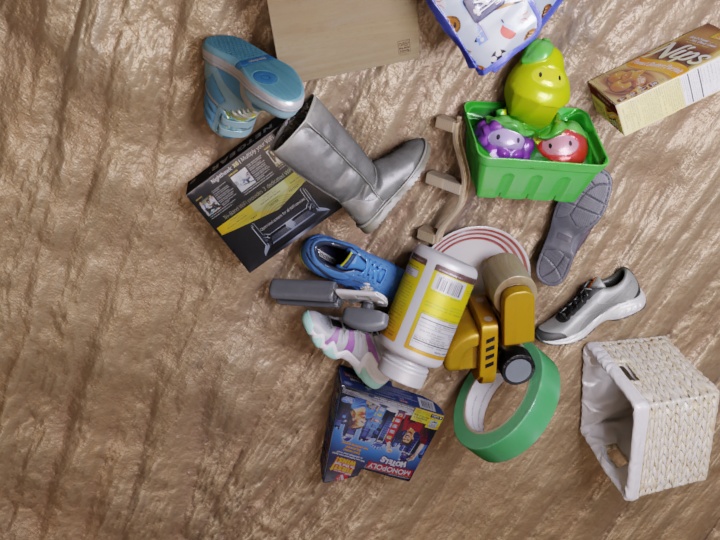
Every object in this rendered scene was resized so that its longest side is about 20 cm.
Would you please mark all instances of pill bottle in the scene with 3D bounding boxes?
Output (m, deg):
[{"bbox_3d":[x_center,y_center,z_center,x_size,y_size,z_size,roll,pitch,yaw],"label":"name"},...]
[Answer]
[{"bbox_3d":[0.097,0.072,1.309,0.107,0.109,0.204,21,95,-18],"label":"pill bottle"}]

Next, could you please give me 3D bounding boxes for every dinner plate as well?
[{"bbox_3d":[0.181,0.018,1.395,0.195,0.024,0.205,-4,118,-7],"label":"dinner plate"}]

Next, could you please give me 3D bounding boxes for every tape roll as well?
[{"bbox_3d":[0.237,0.213,1.402,0.048,0.202,0.201,36,108,-23],"label":"tape roll"}]

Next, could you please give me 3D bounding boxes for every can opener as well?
[{"bbox_3d":[-0.050,0.047,1.309,0.195,0.068,0.053,7,158,22],"label":"can opener"}]

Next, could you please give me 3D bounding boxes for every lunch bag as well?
[{"bbox_3d":[0.172,-0.378,1.096,0.201,0.123,0.171,-48,115,-16],"label":"lunch bag"}]

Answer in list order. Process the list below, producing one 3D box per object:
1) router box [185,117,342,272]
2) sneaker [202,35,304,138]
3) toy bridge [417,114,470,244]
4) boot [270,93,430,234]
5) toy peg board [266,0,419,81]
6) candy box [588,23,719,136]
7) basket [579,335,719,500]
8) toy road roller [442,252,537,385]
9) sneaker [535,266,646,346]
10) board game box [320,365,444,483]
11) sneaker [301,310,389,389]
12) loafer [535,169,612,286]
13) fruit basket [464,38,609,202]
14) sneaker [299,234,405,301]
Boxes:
[{"bbox_3d":[-0.134,-0.117,1.262,0.198,0.053,0.158,-33,116,9],"label":"router box"},{"bbox_3d":[-0.145,-0.220,1.148,0.078,0.200,0.133,-16,133,-34],"label":"sneaker"},{"bbox_3d":[0.132,-0.134,1.287,0.066,0.027,0.204,23,120,28],"label":"toy bridge"},{"bbox_3d":[-0.010,-0.175,1.216,0.200,0.072,0.183,43,75,-23],"label":"boot"},{"bbox_3d":[-0.030,-0.378,1.135,0.195,0.099,0.202,-11,133,-3],"label":"toy peg board"},{"bbox_3d":[0.443,-0.276,1.230,0.197,0.116,0.056,-26,119,6],"label":"candy box"},{"bbox_3d":[0.486,0.241,1.459,0.157,0.199,0.204,-10,118,-7],"label":"basket"},{"bbox_3d":[0.195,0.083,1.348,0.142,0.124,0.204,-5,118,-5],"label":"toy road roller"},{"bbox_3d":[0.375,0.060,1.425,0.197,0.074,0.081,-27,109,-1],"label":"sneaker"},{"bbox_3d":[0.014,0.288,1.488,0.196,0.062,0.203,19,114,-17],"label":"board game box"},{"bbox_3d":[0.008,0.090,1.383,0.140,0.078,0.199,-44,124,13],"label":"sneaker"},{"bbox_3d":[0.337,-0.073,1.361,0.071,0.063,0.203,28,108,12],"label":"loafer"},{"bbox_3d":[0.253,-0.214,1.228,0.210,0.158,0.219,-4,135,-4],"label":"fruit basket"},{"bbox_3d":[0.000,0.000,1.320,0.196,0.078,0.067,22,82,-18],"label":"sneaker"}]
